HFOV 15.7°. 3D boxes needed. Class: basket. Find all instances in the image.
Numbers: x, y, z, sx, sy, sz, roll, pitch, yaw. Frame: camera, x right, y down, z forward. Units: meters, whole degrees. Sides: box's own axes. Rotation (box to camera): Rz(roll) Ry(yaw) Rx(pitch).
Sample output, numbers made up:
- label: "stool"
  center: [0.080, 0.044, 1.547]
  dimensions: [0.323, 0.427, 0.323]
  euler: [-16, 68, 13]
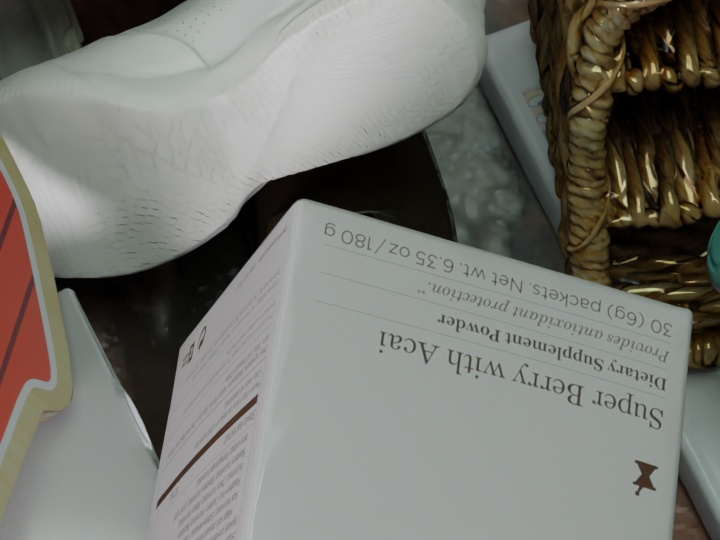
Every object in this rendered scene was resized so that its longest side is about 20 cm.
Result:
- label: "basket"
  center: [0.161, -0.066, 0.838]
  dimensions: [0.200, 0.143, 0.149]
  euler: [-4, 64, -4]

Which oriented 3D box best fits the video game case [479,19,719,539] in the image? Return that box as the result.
- label: "video game case"
  center: [0.161, -0.026, 0.910]
  dimensions: [0.182, 0.024, 0.200]
  euler: [-21, 68, -12]

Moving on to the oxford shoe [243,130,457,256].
- label: "oxford shoe"
  center: [0.000, 0.000, 0.857]
  dimensions: [0.073, 0.084, 0.200]
  euler: [-5, 64, -3]

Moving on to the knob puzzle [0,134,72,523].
- label: "knob puzzle"
  center: [-0.148, -0.027, 0.738]
  dimensions: [0.030, 0.220, 0.220]
  euler: [-33, 63, 30]

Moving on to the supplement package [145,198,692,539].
- label: "supplement package"
  center: [0.006, 0.105, 0.709]
  dimensions: [0.121, 0.120, 0.200]
  euler: [16, 64, -15]

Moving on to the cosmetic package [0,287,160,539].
- label: "cosmetic package"
  center: [-0.155, 0.099, 0.803]
  dimensions: [0.200, 0.090, 0.107]
  euler: [-20, 67, -15]

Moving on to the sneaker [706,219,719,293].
- label: "sneaker"
  center: [0.212, -0.002, 0.805]
  dimensions: [0.200, 0.091, 0.078]
  euler: [-14, 30, 13]

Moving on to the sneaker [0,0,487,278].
- label: "sneaker"
  center: [-0.049, -0.061, 0.855]
  dimensions: [0.200, 0.075, 0.089]
  euler: [-17, 31, 16]

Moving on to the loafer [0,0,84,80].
- label: "loafer"
  center: [-0.153, -0.130, 0.892]
  dimensions: [0.070, 0.070, 0.200]
  euler: [-21, 88, -12]
